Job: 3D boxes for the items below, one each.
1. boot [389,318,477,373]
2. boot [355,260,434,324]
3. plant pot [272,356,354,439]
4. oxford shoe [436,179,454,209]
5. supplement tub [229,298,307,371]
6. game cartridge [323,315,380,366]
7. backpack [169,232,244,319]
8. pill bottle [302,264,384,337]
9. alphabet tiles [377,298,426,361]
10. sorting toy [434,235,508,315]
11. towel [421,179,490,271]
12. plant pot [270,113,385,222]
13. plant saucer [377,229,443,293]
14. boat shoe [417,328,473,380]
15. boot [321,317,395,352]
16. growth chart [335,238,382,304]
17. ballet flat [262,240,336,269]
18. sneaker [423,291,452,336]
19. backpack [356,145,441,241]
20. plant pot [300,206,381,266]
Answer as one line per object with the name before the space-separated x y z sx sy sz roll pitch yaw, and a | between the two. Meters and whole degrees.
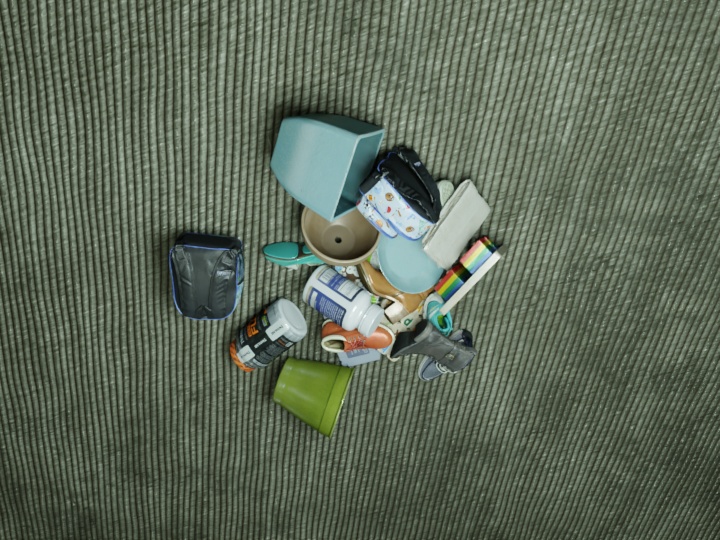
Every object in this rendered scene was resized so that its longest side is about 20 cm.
boot | 0.187 0.221 1.669 0.173 0.070 0.199 35 137 -17
boot | 0.090 0.018 1.627 0.154 0.077 0.202 -37 96 -11
plant pot | -0.136 0.334 1.756 0.189 0.201 0.204 20 117 2
oxford shoe | 0.210 -0.138 1.575 0.075 0.057 0.203 -41 130 -29
supplement tub | -0.249 0.177 1.699 0.199 0.123 0.123 -37 112 17
game cartridge | -0.015 0.171 1.737 0.130 0.041 0.203 -11 123 11
backpack | -0.379 0.011 1.596 0.178 0.148 0.205 4 113 -2
pill bottle | -0.041 0.082 1.613 0.198 0.111 0.113 32 118 16
alphabet tiles | 0.116 0.147 1.718 0.199 0.015 0.196 38 97 -28
sorting toy | 0.267 0.002 1.578 0.070 0.200 0.199 44 108 8
towel | 0.232 -0.106 1.543 0.202 0.034 0.132 -53 137 -2
plant pot | -0.087 -0.257 1.431 0.197 0.196 0.199 26 113 11
plant saucer | 0.123 -0.045 1.592 0.196 0.039 0.207 1 87 -25
boat shoe | 0.235 0.255 1.757 0.074 0.093 0.201 34 113 -17
boot | -0.008 0.181 1.643 0.194 0.108 0.077 6 113 3
growth chart | 0.000 0.000 1.663 0.141 0.018 0.204 3 120 -2
ballet flat | -0.151 -0.035 1.623 0.195 0.068 0.071 -6 132 6
sneaker | 0.205 0.150 1.684 0.076 0.080 0.203 -24 135 -17
backpack | 0.093 -0.160 1.467 0.190 0.200 0.154 41 125 -2
plant pot | -0.050 -0.094 1.549 0.195 0.206 0.093 9 156 -5
